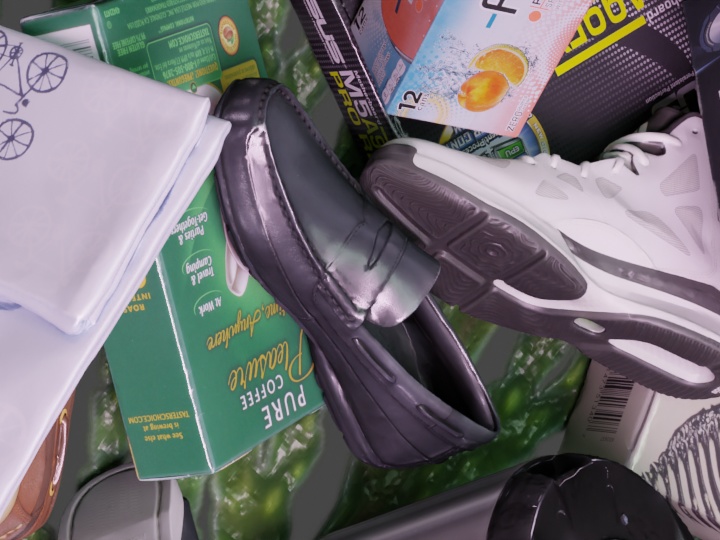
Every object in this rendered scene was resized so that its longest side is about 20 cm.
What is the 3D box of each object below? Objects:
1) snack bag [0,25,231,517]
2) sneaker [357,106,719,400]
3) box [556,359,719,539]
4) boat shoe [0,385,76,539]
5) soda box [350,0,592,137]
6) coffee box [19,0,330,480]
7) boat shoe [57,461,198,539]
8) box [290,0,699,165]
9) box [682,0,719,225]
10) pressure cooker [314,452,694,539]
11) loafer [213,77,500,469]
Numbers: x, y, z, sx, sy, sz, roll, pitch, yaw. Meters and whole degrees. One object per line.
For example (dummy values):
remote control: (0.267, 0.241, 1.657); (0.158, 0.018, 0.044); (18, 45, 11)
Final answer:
snack bag: (-0.171, -0.006, 1.053); (0.200, 0.188, 0.021); (-60, 149, -13)
sneaker: (0.094, -0.032, 1.209); (0.200, 0.076, 0.116); (27, 58, -19)
box: (0.197, 0.098, 1.302); (0.200, 0.068, 0.082); (26, 79, -25)
boat shoe: (-0.147, 0.015, 1.130); (0.068, 0.072, 0.200); (23, 70, -59)
soda box: (0.069, -0.153, 1.120); (0.068, 0.064, 0.200); (10, 127, -27)
coffee box: (-0.072, -0.023, 1.143); (0.123, 0.044, 0.200); (-31, 109, -59)
boat shoe: (-0.091, 0.154, 1.098); (0.075, 0.200, 0.060); (-18, 118, 18)
box: (0.079, -0.115, 1.248); (0.200, 0.044, 0.160); (-31, 105, -23)
box: (0.211, -0.017, 1.232); (0.200, 0.043, 0.160); (44, 33, -50)
pressure cooker: (0.043, 0.183, 1.159); (0.176, 0.200, 0.179); (63, 33, -8)
loafer: (0.000, 0.000, 1.146); (0.201, 0.070, 0.068); (62, 34, -30)
